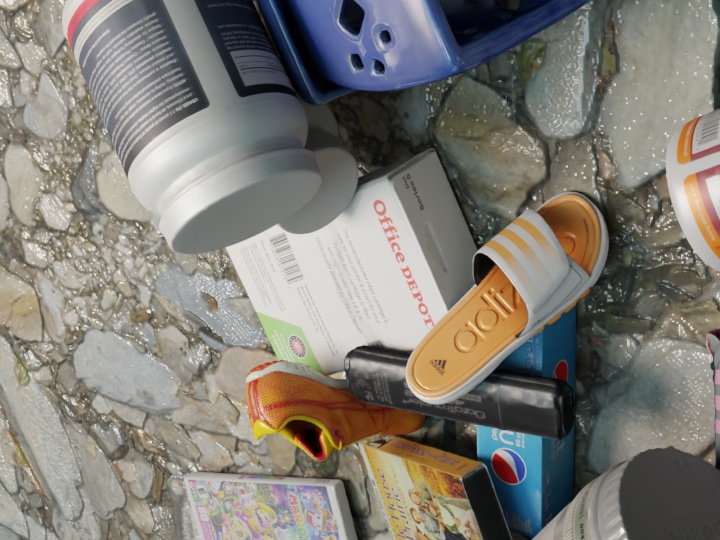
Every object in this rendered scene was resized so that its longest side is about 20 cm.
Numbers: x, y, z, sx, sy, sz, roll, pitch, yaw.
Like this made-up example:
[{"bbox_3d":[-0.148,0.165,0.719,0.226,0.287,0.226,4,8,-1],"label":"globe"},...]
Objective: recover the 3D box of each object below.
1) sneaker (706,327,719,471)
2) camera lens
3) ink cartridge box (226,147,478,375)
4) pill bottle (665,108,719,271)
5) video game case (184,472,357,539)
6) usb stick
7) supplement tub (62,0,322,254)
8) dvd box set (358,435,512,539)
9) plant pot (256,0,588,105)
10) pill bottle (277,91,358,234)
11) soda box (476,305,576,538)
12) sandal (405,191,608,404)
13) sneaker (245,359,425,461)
[{"bbox_3d":[0.296,0.087,1.079,0.082,0.069,0.202,41,133,42],"label":"sneaker"},{"bbox_3d":[0.201,0.250,1.080,0.160,0.160,0.201,45,132,10],"label":"camera lens"},{"bbox_3d":[0.000,0.000,1.225,0.198,0.084,0.147,-18,100,39],"label":"ink cartridge box"},{"bbox_3d":[0.315,-0.077,0.948,0.199,0.113,0.114,-21,98,40],"label":"pill bottle"},{"bbox_3d":[-0.085,0.277,1.443,0.198,0.018,0.145,-3,107,36],"label":"video game case"},{"bbox_3d":[0.079,0.098,1.151,0.197,0.033,0.056,8,128,27],"label":"usb stick"},{"bbox_3d":[-0.123,-0.129,1.039,0.140,0.139,0.202,-36,73,40],"label":"supplement tub"},{"bbox_3d":[0.073,0.225,1.251,0.199,0.029,0.148,6,117,65],"label":"dvd box set"},{"bbox_3d":[0.024,-0.238,1.035,0.178,0.199,0.202,-15,102,44],"label":"plant pot"},{"bbox_3d":[-0.086,-0.119,1.176,0.200,0.110,0.112,47,133,39],"label":"pill bottle"},{"bbox_3d":[0.139,0.118,1.190,0.063,0.068,0.203,12,117,31],"label":"soda box"},{"bbox_3d":[0.112,0.019,1.099,0.207,0.059,0.079,-47,61,-3],"label":"sandal"},{"bbox_3d":[-0.022,0.131,1.236,0.073,0.198,0.078,-24,63,45],"label":"sneaker"}]
